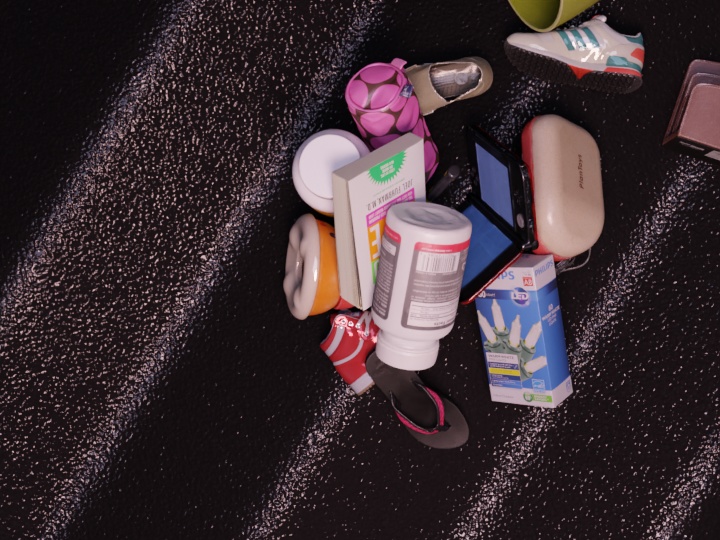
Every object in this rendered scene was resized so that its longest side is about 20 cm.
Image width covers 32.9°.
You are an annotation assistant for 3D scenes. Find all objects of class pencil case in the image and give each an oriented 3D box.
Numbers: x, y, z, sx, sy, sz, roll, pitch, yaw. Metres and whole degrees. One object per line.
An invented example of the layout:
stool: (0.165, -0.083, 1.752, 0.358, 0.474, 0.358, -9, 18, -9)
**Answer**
pencil case: (0.050, -0.195, 1.651, 0.091, 0.200, 0.094, 25, 70, 27)

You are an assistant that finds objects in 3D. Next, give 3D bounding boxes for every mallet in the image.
mallet: (0.097, -0.105, 1.645, 0.041, 0.200, 0.066, 34, 59, -4)

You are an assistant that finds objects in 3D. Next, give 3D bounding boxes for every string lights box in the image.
string lights box: (0.219, 0.079, 1.654, 0.103, 0.059, 0.201, 2, 111, 39)

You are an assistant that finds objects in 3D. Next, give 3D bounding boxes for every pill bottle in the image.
pill bottle: (-0.034, -0.131, 1.645, 0.111, 0.200, 0.112, 0, 89, 3)
pill bottle: (0.073, 0.022, 1.561, 0.110, 0.111, 0.201, 10, 113, 3)

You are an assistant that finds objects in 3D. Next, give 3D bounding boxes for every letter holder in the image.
letter holder: (0.540, -0.212, 1.672, 0.199, 0.101, 0.143, 19, 88, 3)

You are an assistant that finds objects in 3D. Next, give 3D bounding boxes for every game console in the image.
game console: (0.145, -0.080, 1.626, 0.118, 0.200, 0.173, -16, 117, -12)

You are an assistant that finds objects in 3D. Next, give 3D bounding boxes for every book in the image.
book: (0.029, -0.065, 1.584, 0.133, 0.201, 0.048, -31, 43, -30)

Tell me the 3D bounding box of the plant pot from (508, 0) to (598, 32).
plant pot: (0.309, -0.447, 1.660, 0.199, 0.187, 0.188, -22, 88, -14)

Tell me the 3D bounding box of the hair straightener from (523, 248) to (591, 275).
hair straightener: (0.249, 0.002, 1.718, 0.200, 0.041, 0.077, -34, 88, -3)

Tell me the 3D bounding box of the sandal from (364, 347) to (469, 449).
sandal: (0.078, 0.185, 1.683, 0.075, 0.045, 0.200, -39, 114, 8)

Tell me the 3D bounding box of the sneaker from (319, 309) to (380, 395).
sneaker: (0.033, 0.069, 1.705, 0.200, 0.071, 0.113, -43, 91, 4)

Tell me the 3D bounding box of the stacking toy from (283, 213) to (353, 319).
stacking toy: (0.000, 0.000, 1.699, 0.199, 0.146, 0.147, 4, 89, -16)

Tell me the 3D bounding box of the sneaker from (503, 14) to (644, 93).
sneaker: (0.303, -0.315, 1.708, 0.199, 0.070, 0.094, 13, 72, 5)

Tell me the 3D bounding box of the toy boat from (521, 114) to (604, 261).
toy boat: (0.253, -0.107, 1.679, 0.130, 0.131, 0.201, 20, 60, -36)

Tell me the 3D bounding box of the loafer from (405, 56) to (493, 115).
loafer: (0.089, -0.257, 1.707, 0.199, 0.068, 0.076, -21, 88, 2)
